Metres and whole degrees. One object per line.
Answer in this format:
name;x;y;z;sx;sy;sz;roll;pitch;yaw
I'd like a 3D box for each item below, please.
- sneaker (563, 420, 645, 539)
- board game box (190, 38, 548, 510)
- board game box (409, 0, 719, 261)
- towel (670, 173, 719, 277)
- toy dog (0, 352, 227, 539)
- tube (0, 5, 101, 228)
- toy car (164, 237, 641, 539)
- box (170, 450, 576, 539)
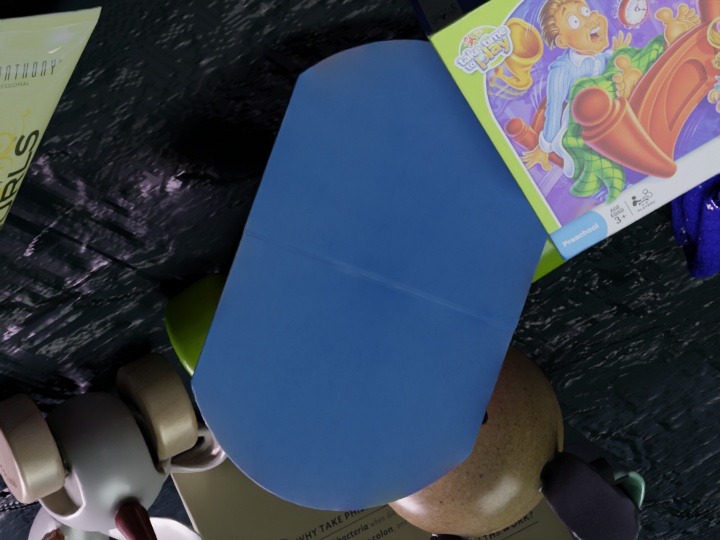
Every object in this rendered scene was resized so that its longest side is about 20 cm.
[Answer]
sneaker;0.069;0.159;1.536;0.200;0.118;0.074;-45;134;-21
board game box;0.000;0.000;1.180;0.158;0.039;0.201;19;90;-39
board game box;0.136;-0.109;1.137;0.199;0.045;0.135;-30;127;7
towel;0.254;-0.066;1.425;0.199;0.050;0.148;-26;156;-2
toy dog;-0.122;0.121;1.352;0.131;0.097;0.200;-27;157;0
tube;-0.161;-0.029;1.062;0.200;0.052;0.058;-60;-179;45
toy car;0.036;0.064;1.269;0.164;0.201;0.158;-33;157;13
box;0.025;0.162;1.463;0.175;0.201;0.097;-28;158;0
